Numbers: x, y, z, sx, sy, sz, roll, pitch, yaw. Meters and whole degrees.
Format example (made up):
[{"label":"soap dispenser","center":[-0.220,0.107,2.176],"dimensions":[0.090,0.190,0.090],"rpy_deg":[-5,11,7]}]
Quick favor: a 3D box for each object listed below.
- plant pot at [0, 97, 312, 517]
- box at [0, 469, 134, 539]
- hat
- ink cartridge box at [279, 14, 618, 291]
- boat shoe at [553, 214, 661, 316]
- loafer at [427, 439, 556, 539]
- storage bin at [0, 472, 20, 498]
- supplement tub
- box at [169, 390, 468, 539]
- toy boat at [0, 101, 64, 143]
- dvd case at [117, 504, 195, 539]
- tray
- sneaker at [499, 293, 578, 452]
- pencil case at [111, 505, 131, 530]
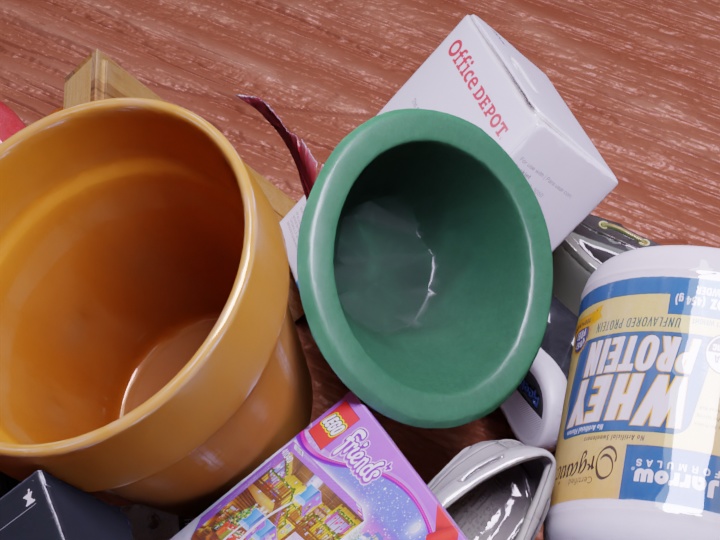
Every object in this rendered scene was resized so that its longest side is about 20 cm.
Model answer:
[{"label":"plant pot","center":[-0.113,0.042,0.893],"dimensions":[0.198,0.184,0.202],"rpy_deg":[-10,58,17]},{"label":"box","center":[-0.185,0.214,0.785],"dimensions":[0.199,0.079,0.142],"rpy_deg":[-36,57,10]},{"label":"hat","center":[0.000,0.000,0.974],"dimensions":[0.165,0.175,0.202],"rpy_deg":[30,66,-24]},{"label":"ink cartridge box","center":[0.051,-0.042,1.063],"dimensions":[0.084,0.200,0.145],"rpy_deg":[30,22,-32]},{"label":"boat shoe","center":[0.161,0.000,1.122],"dimensions":[0.200,0.072,0.060],"rpy_deg":[31,45,21]},{"label":"loafer","center":[0.030,0.160,0.837],"dimensions":[0.070,0.070,0.200],"rpy_deg":[44,61,-8]},{"label":"storage bin","center":[-0.257,0.040,1.025],"dimensions":[0.199,0.136,0.094],"rpy_deg":[30,49,30]},{"label":"supplement tub","center":[0.177,0.103,0.901],"dimensions":[0.143,0.145,0.202],"rpy_deg":[8,69,10]},{"label":"box","center":[-0.017,0.150,0.801],"dimensions":[0.136,0.039,0.200],"rpy_deg":[-39,26,-2]},{"label":"toy boat","center":[-0.224,-0.065,1.113],"dimensions":[0.130,0.131,0.199],"rpy_deg":[-34,16,-25]},{"label":"dvd case","center":[-0.184,0.197,0.933],"dimensions":[0.198,0.022,0.147],"rpy_deg":[-4,41,-6]},{"label":"tray","center":[-0.110,-0.054,1.106],"dimensions":[0.037,0.199,0.099],"rpy_deg":[-38,35,23]},{"label":"sneaker","center":[0.132,0.052,1.072],"dimensions":[0.111,0.074,0.201],"rpy_deg":[6,31,-20]},{"label":"pencil case","center":[-0.116,0.206,0.848],"dimensions":[0.087,0.078,0.200],"rpy_deg":[-40,57,3]}]
